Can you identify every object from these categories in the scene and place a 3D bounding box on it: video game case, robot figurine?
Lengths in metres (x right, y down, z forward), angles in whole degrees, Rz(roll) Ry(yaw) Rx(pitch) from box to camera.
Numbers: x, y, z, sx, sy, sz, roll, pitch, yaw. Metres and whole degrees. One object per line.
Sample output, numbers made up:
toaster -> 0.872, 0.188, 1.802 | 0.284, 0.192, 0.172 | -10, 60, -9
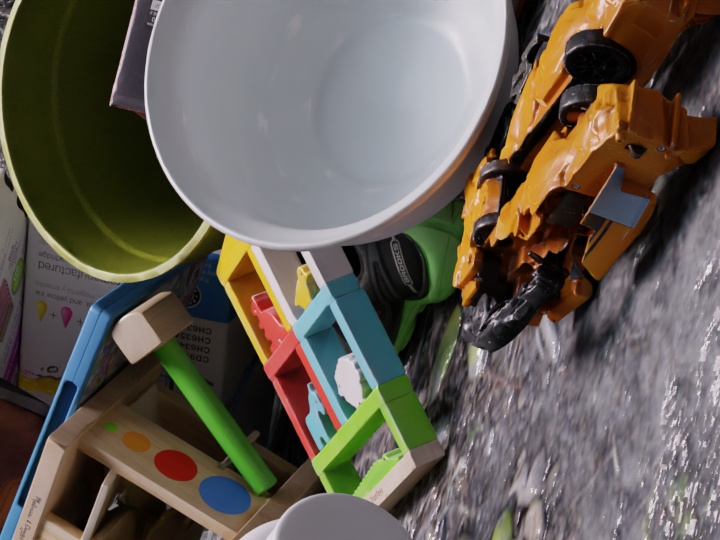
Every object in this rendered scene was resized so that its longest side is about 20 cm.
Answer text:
video game case -> -0.161, 0.084, 1.737 | 0.143, 0.018, 0.201 | -40, -23, -61
robot figurine -> 0.094, -0.046, 1.216 | 0.200, 0.058, 0.146 | 123, 159, -58

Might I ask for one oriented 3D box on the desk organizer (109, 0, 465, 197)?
desk organizer -> -0.022, -0.094, 1.473 | 0.077, 0.199, 0.072 | 32, -108, -81

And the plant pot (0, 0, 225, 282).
plant pot -> -0.079, -0.104, 1.665 | 0.200, 0.192, 0.202 | 8, 102, 41

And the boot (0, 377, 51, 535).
boot -> -0.258, 0.166, 1.730 | 0.201, 0.068, 0.188 | -59, -12, -15

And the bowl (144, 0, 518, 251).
bowl -> 0.000, -0.094, 1.371 | 0.090, 0.200, 0.202 | 34, -114, -58

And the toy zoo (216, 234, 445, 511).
toy zoo -> -0.025, 0.034, 1.510 | 0.201, 0.020, 0.131 | 63, 156, 13

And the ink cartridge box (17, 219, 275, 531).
ink cartridge box -> -0.139, 0.047, 1.877 | 0.145, 0.146, 0.201 | -53, -28, -64

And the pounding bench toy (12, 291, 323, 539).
pounding bench toy -> -0.099, 0.130, 1.677 | 0.124, 0.156, 0.201 | -43, -21, -55

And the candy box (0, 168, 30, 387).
candy box -> -0.254, 0.025, 1.805 | 0.200, 0.061, 0.137 | 76, -153, -70

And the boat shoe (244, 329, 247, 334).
boat shoe -> -0.043, 0.027, 1.791 | 0.200, 0.067, 0.072 | -121, 47, -76

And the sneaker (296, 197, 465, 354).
sneaker -> 0.000, 0.000, 1.566 | 0.200, 0.083, 0.077 | 125, 158, -61

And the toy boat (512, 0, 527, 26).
toy boat -> 0.046, -0.179, 1.554 | 0.131, 0.130, 0.201 | -37, -28, -57

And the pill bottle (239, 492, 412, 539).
pill bottle -> -0.036, 0.199, 1.411 | 0.200, 0.109, 0.110 | 117, 164, -47
